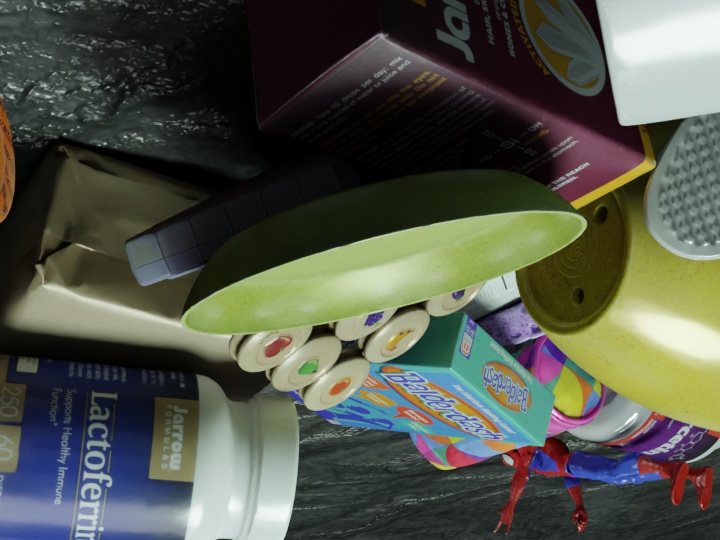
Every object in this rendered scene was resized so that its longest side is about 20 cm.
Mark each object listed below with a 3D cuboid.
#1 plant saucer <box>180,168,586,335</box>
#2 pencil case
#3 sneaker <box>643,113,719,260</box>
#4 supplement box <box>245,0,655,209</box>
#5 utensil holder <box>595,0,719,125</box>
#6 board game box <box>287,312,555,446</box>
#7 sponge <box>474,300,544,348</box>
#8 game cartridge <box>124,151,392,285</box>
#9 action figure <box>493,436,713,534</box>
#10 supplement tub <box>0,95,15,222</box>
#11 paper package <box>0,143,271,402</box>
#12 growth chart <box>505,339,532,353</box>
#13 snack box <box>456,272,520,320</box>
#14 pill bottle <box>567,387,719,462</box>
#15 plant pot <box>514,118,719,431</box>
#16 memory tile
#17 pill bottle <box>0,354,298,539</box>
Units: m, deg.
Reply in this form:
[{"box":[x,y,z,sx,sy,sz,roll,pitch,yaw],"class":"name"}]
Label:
[{"box":[0.008,-0.009,0.617,0.199,0.031,0.200,-13,170,-2],"class":"plant saucer"},{"box":[0.120,0.112,1.098,0.088,0.089,0.200,9,159,-31],"class":"pencil case"},{"box":[0.224,-0.081,0.677,0.200,0.078,0.079,-48,170,-4],"class":"sneaker"},{"box":[0.045,-0.106,0.627,0.200,0.111,0.086,16,146,-41],"class":"supplement box"},{"box":[0.187,-0.152,0.502,0.199,0.171,0.170,-11,155,13],"class":"utensil holder"},{"box":[0.024,0.078,0.956,0.199,0.045,0.152,0,153,36],"class":"board game box"},{"box":[0.177,0.015,0.961,0.199,0.030,0.112,-20,-178,25],"class":"sponge"},{"box":[-0.032,-0.044,0.707,0.129,0.038,0.200,-23,-173,24],"class":"game cartridge"},{"box":[0.191,0.192,1.083,0.065,0.099,0.200,19,173,-41],"class":"action figure"},{"box":[-0.285,-0.053,0.637,0.199,0.123,0.123,-10,155,5],"class":"supplement tub"},{"box":[-0.153,0.027,0.844,0.190,0.104,0.200,17,146,-27],"class":"paper package"},{"box":[0.057,0.076,1.112,0.199,0.018,0.145,-5,165,-3],"class":"growth chart"},{"box":[0.091,-0.030,0.864,0.116,0.037,0.200,-24,153,4],"class":"snack box"},{"box":[0.262,0.111,1.150,0.112,0.113,0.200,-26,149,35],"class":"pill bottle"},{"box":[0.177,-0.005,0.756,0.142,0.201,0.200,5,153,-32],"class":"plant pot"},{"box":[0.024,0.009,0.774,0.200,0.017,0.153,-39,152,3],"class":"memory tile"},{"box":[-0.144,0.116,0.780,0.199,0.116,0.116,6,153,-13],"class":"pill bottle"}]
